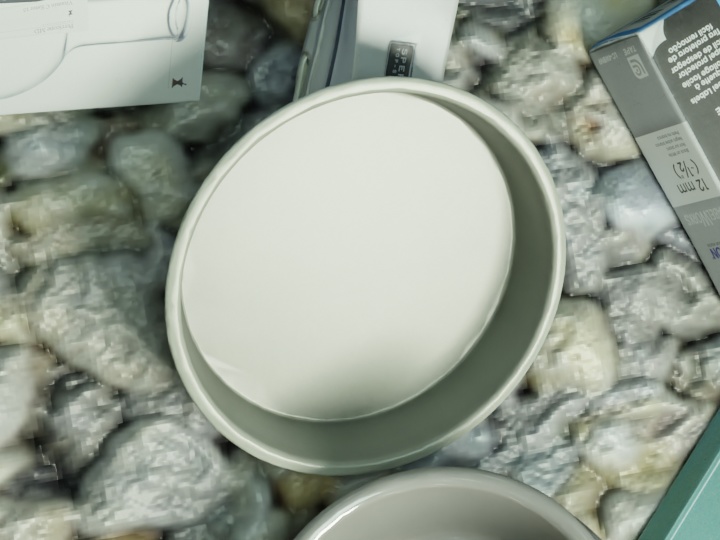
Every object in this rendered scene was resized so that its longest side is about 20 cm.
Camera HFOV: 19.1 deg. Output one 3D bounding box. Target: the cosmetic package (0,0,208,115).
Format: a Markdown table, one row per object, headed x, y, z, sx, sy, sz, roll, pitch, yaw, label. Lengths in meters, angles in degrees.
| x | y | z | sx | sy | sz | roll | pitch | yaw | label |
| --- | --- | --- | --- | --- | --- | --- | --- | --- | --- |
| -0.140 | -0.167 | 0.953 | 0.150 | 0.052 | 0.201 | -8 | 127 | -22 | cosmetic package |

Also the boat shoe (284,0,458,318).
| x | y | z | sx | sy | sz | roll | pitch | yaw | label |
| --- | --- | --- | --- | --- | --- | --- | --- | --- | --- |
| -0.003 | -0.079 | 1.045 | 0.072 | 0.066 | 0.201 | 2 | 105 | -23 | boat shoe |

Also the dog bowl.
| x | y | z | sx | sy | sz | roll | pitch | yaw | label |
| --- | --- | --- | --- | --- | --- | --- | --- | --- | --- |
| 0.039 | 0.182 | 0.991 | 0.199 | 0.059 | 0.201 | -4 | 64 | 7 | dog bowl |

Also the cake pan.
| x | y | z | sx | sy | sz | roll | pitch | yaw | label |
| --- | --- | --- | --- | --- | --- | --- | --- | --- | --- |
| 0.000 | 0.000 | 1.015 | 0.199 | 0.037 | 0.201 | -8 | 114 | -18 | cake pan |

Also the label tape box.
| x | y | z | sx | sy | sz | roll | pitch | yaw | label |
| --- | --- | --- | --- | --- | --- | --- | --- | --- | --- |
| 0.233 | -0.067 | 1.131 | 0.143 | 0.066 | 0.201 | -31 | 94 | -20 | label tape box |

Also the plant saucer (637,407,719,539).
| x | y | z | sx | sy | sz | roll | pitch | yaw | label |
| --- | --- | --- | --- | --- | --- | --- | --- | --- | --- |
| 0.176 | 0.156 | 1.114 | 0.070 | 0.019 | 0.200 | 39 | 73 | -13 | plant saucer |
